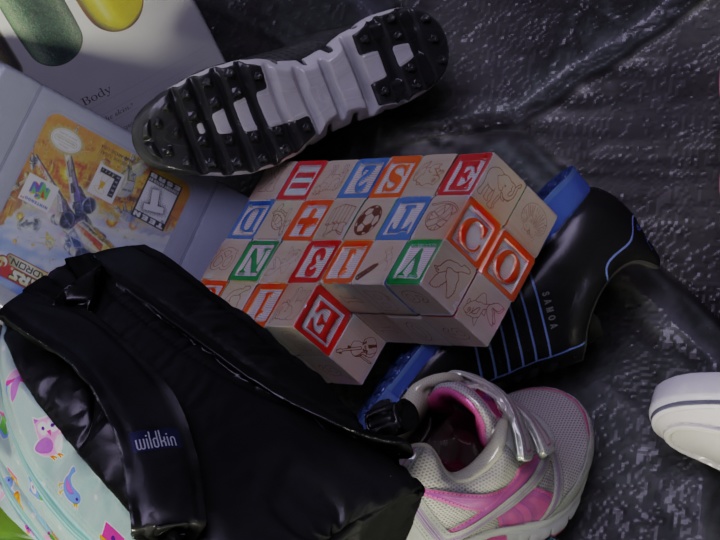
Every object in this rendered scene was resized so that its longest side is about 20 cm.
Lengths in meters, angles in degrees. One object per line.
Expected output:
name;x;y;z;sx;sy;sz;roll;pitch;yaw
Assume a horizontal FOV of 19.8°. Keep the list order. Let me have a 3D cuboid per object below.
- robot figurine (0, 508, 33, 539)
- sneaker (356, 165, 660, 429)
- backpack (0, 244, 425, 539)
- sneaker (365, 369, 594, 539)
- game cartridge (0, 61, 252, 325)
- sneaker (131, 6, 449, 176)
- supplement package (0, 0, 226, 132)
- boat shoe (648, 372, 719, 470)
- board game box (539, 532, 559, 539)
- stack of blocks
robot figurine;-0.177;0.205;1.093;0.175;0.116;0.200;3;62;22
sneaker;0.080;0.039;1.144;0.078;0.070;0.200;41;94;-4
backpack;-0.091;0.085;0.956;0.200;0.127;0.167;41;39;23
sneaker;0.062;0.094;1.056;0.081;0.088;0.200;31;31;25
game cartridge;-0.162;-0.021;1.192;0.200;0.042;0.133;28;65;-16
sneaker;-0.049;-0.101;1.235;0.200;0.090;0.067;-23;97;-21
supplement package;-0.199;-0.189;1.253;0.152;0.200;0.151;-28;45;-1
boat shoe;0.240;0.109;1.063;0.200;0.072;0.066;18;63;14
board game box;0.107;0.225;1.055;0.200;0.028;0.135;36;75;29
stack of blocks;0.000;0.000;1.137;0.200;0.059;0.115;0;55;52
